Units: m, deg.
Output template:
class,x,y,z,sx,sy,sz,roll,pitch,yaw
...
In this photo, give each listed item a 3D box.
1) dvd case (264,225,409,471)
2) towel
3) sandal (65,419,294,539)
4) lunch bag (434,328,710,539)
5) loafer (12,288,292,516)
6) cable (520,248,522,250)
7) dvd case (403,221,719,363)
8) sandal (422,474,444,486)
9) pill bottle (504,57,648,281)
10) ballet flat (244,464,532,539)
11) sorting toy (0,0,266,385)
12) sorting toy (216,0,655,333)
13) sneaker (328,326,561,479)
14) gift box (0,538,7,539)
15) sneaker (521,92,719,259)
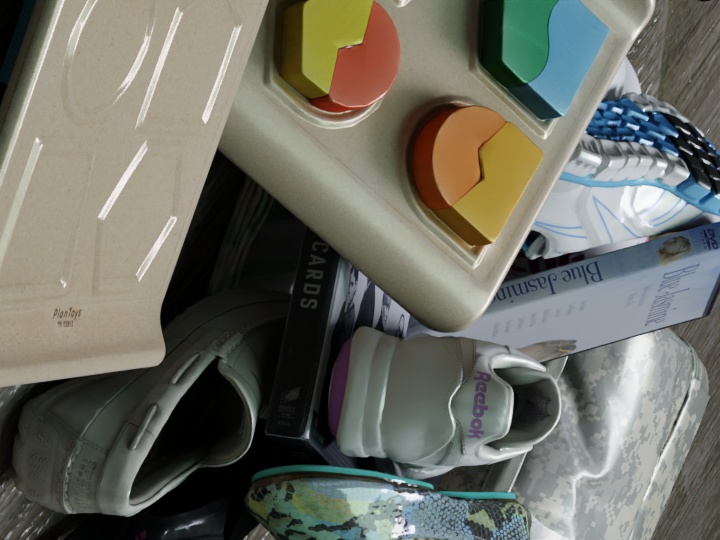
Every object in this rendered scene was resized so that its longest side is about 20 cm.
class,x,y,z,sx,sy,sz,roll,pitch,yaw
dvd case,0.000,0.000,1.331,0.150,0.025,0.200,56,43,-70
towel,-0.018,-0.049,1.371,0.153,0.023,0.200,-10,121,-68
sandal,-0.087,0.109,1.282,0.200,0.075,0.048,-53,155,-58
lunch bag,0.120,0.103,1.734,0.200,0.139,0.168,-66,162,-6
loafer,-0.073,0.062,1.252,0.200,0.070,0.070,-32,136,-51
cable,0.029,0.022,1.490,0.097,0.050,0.200,-15,147,-33
dvd case,0.096,0.026,1.476,0.143,0.200,0.018,86,-12,-74
sandal,-0.002,0.106,1.525,0.048,0.075,0.200,-50,161,4
pill bottle,0.098,-0.066,1.525,0.113,0.113,0.200,-58,159,-23
ballet flat,0.021,0.131,1.307,0.200,0.074,0.074,12,102,-51
sorting toy,-0.102,-0.058,1.108,0.185,0.036,0.200,-5,112,-69
sorting toy,0.033,-0.101,1.260,0.185,0.036,0.200,41,70,-24
sneaker,0.049,0.069,1.311,0.200,0.100,0.075,10,87,-77
gift box,-0.134,0.232,1.124,0.185,0.187,0.200,-55,142,-36
sneaker,0.119,-0.041,1.415,0.200,0.075,0.087,11,128,-48
